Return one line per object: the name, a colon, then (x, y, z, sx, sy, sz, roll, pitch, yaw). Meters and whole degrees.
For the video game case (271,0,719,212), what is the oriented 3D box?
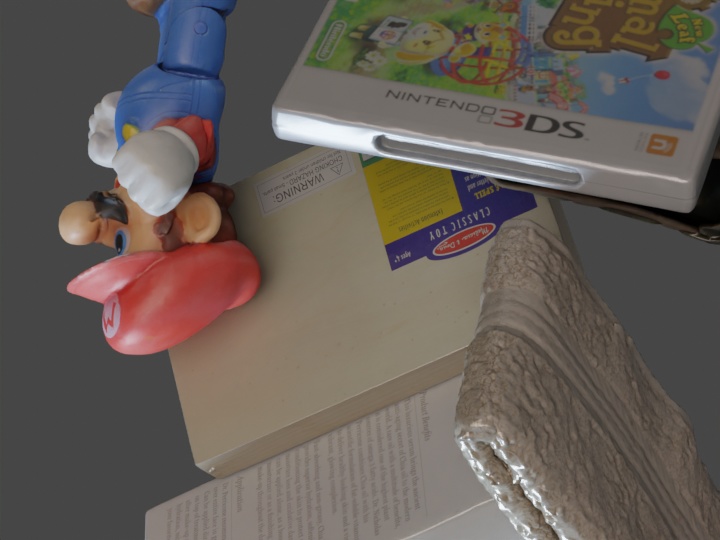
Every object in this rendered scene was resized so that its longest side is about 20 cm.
video game case: (0.080, -0.114, 0.974, 0.182, 0.022, 0.200, 11, 48, 16)

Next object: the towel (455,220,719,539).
towel: (0.105, 0.089, 0.933, 0.034, 0.133, 0.200, -22, 121, 26)

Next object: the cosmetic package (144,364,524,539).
cosmetic package: (0.002, 0.124, 1.014, 0.200, 0.101, 0.071, -26, 123, 15)

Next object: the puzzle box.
puzzle box: (0.000, 0.000, 1.038, 0.200, 0.025, 0.133, -24, 60, 15)

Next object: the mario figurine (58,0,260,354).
mario figurine: (-0.103, -0.059, 1.027, 0.106, 0.123, 0.200, -6, 69, 21)

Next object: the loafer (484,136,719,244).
loafer: (0.145, -0.038, 0.976, 0.200, 0.063, 0.072, 14, 133, 0)
